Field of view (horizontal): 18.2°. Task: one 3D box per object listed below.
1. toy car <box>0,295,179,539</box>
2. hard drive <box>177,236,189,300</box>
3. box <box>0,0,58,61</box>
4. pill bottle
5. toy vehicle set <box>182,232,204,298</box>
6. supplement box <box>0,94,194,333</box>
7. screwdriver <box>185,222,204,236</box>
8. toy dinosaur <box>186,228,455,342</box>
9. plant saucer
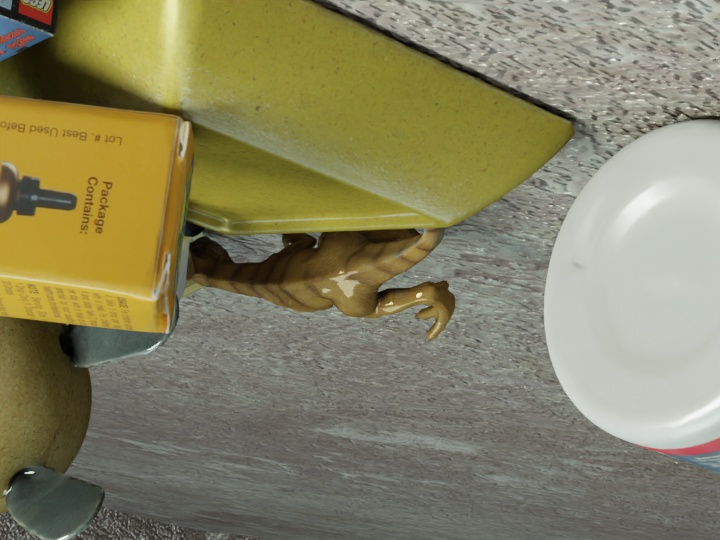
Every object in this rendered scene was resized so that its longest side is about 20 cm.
[{"bbox_3d":[-0.169,0.043,0.886,0.199,0.165,0.158,8,159,33],"label":"toy car"},{"bbox_3d":[-0.167,-0.039,0.960,0.199,0.025,0.132,28,168,0],"label":"hard drive"},{"bbox_3d":[-0.213,-0.090,0.763,0.136,0.038,0.199,18,157,-38],"label":"box"},{"bbox_3d":[0.175,0.027,0.857,0.119,0.121,0.199,0,165,45],"label":"pill bottle"},{"bbox_3d":[-0.168,0.025,1.130,0.199,0.027,0.124,-26,169,-5],"label":"toy vehicle set"},{"bbox_3d":[-0.158,-0.025,0.765,0.198,0.067,0.069,7,163,1],"label":"supplement box"},{"bbox_3d":[-0.156,-0.059,1.023,0.199,0.028,0.029,23,-166,-25],"label":"screwdriver"},{"bbox_3d":[0.000,0.000,1.006,0.106,0.061,0.199,3,170,-44],"label":"toy dinosaur"},{"bbox_3d":[-0.055,-0.056,0.852,0.199,0.049,0.199,21,165,-39],"label":"plant saucer"}]
